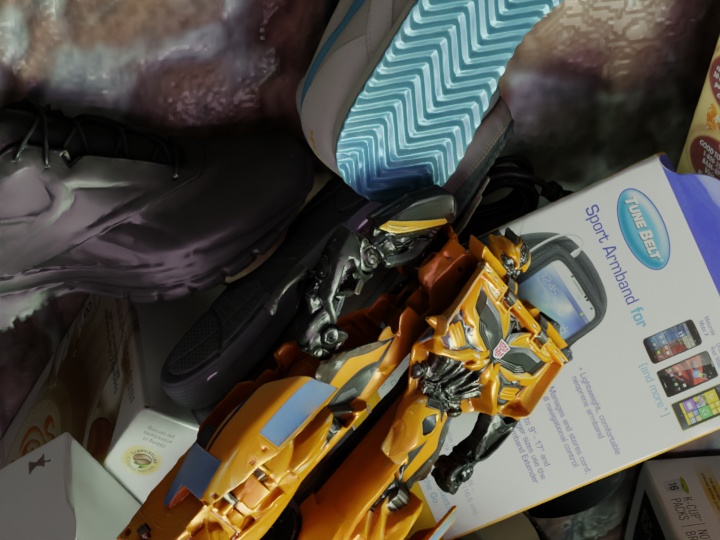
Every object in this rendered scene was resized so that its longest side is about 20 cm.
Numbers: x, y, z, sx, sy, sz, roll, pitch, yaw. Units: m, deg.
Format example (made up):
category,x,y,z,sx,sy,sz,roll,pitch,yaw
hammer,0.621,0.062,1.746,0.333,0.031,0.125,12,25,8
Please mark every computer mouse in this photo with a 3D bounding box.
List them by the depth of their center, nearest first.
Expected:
category,x,y,z,sx,sy,sz,roll,pitch,yaw
computer mouse,0.083,0.027,0.932,0.140,0.046,0.200,-34,117,22

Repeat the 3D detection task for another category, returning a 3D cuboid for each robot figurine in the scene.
category,x,y,z,sx,sy,sz,roll,pitch,yaw
robot figurine,0.005,0.065,0.778,0.200,0.058,0.145,-48,130,-5

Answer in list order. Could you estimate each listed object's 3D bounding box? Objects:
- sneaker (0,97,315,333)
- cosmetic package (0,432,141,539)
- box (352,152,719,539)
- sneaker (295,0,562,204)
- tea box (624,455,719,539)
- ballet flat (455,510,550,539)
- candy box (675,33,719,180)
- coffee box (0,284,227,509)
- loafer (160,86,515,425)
category,x,y,z,sx,sy,sz,roll,pitch,yaw
sneaker,-0.118,-0.033,0.823,0.199,0.076,0.091,-15,120,-6
cosmetic package,-0.097,0.177,0.819,0.081,0.113,0.200,-30,127,11
box,0.089,0.033,0.852,0.199,0.041,0.120,-24,89,14
sneaker,0.042,-0.126,0.785,0.076,0.081,0.200,36,93,-32
tea box,0.256,0.206,1.012,0.195,0.201,0.134,-3,128,-10
ballet flat,0.077,0.156,0.946,0.072,0.072,0.201,-34,116,14
candy box,0.205,-0.064,0.859,0.115,0.055,0.201,-14,134,-31
coffee box,-0.119,0.107,0.902,0.079,0.115,0.200,20,120,-26
loafer,0.000,0.000,0.831,0.200,0.072,0.063,-45,112,-18
